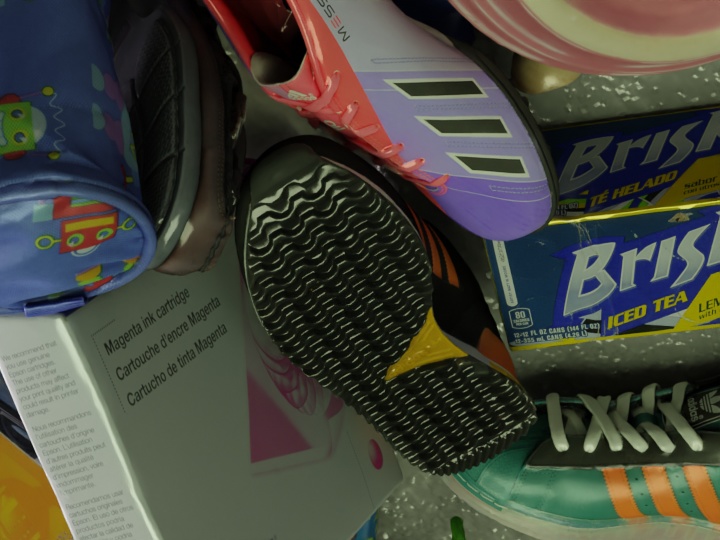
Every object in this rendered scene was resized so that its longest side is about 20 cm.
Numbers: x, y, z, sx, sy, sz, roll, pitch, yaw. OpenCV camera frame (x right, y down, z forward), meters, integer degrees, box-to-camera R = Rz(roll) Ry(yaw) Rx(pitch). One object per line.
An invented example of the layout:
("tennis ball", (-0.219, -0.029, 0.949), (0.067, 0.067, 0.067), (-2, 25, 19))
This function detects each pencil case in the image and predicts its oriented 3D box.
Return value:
("pencil case", (-0.116, -0.077, 0.897), (0.078, 0.201, 0.087), (-11, 144, 2))

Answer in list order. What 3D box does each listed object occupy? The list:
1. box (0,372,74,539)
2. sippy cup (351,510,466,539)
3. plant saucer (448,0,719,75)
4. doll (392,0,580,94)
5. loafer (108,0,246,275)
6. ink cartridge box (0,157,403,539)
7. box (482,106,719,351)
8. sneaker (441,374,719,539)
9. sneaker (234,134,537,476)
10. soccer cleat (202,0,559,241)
("box", (-0.143, 0.063, 1.042), (0.200, 0.119, 0.042), (37, 101, 7))
("sippy cup", (-0.049, 0.123, 1.156), (0.177, 0.140, 0.131), (-15, 131, -41))
("plant saucer", (0.113, -0.151, 0.923), (0.200, 0.051, 0.201), (-8, 127, -10))
("doll", (0.025, -0.150, 0.964), (0.136, 0.049, 0.200), (-15, 130, 16))
("loafer", (-0.064, -0.061, 0.956), (0.063, 0.200, 0.072), (20, 115, -26))
("ink cartridge box", (-0.064, 0.031, 0.985), (0.043, 0.196, 0.201), (-16, 102, 26))
("box", (0.152, -0.023, 1.050), (0.199, 0.064, 0.070), (-7, 129, 10))
("sneaker", (0.135, 0.076, 1.136), (0.199, 0.072, 0.080), (10, 126, -10))
("sneaker", (0.000, 0.000, 1.023), (0.070, 0.090, 0.200), (-30, 137, 8))
("soccer cleat", (-0.002, -0.072, 0.963), (0.068, 0.073, 0.200), (-18, 123, 42))
